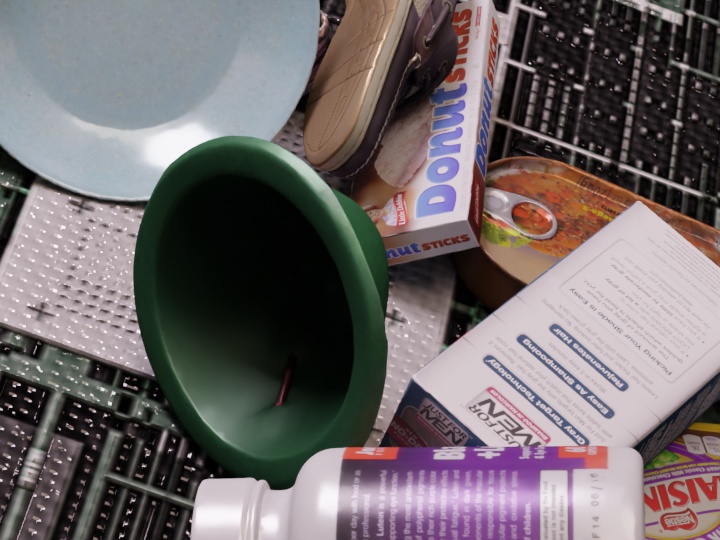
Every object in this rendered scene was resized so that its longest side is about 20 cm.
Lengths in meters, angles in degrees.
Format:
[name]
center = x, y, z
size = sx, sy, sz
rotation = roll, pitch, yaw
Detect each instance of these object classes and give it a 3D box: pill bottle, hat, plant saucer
[pill bottle]
center = 0.028, 0.135, 1.195
size = 0.200, 0.111, 0.111
rotation = -1, 43, 5
[hat]
center = 0.000, 0.000, 1.325
size = 0.176, 0.166, 0.200
rotation = -12, 65, -45
[plant saucer]
center = -0.123, -0.137, 1.422
size = 0.201, 0.201, 0.039
rotation = 13, 0, -13

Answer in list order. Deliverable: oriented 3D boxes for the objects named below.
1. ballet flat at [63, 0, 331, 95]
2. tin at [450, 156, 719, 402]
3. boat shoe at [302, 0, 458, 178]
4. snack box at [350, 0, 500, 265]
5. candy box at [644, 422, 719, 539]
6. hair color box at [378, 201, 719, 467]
[ballet flat]
center = -0.111, -0.143, 1.477
size = 0.200, 0.071, 0.069
rotation = 8, 42, -17
[tin]
center = 0.144, 0.006, 1.467
size = 0.200, 0.042, 0.112
rotation = 24, 37, 0
[boat shoe]
center = 0.022, -0.124, 1.471
size = 0.065, 0.072, 0.200
rotation = 35, 45, -21
[snack box]
center = 0.036, -0.079, 1.486
size = 0.072, 0.024, 0.200
rotation = -11, 40, 17
[candy box]
center = 0.130, 0.118, 1.352
size = 0.200, 0.026, 0.102
rotation = 5, 48, -20
[hair color box]
center = 0.112, 0.055, 1.337
size = 0.100, 0.061, 0.200
rotation = 41, 47, 15
